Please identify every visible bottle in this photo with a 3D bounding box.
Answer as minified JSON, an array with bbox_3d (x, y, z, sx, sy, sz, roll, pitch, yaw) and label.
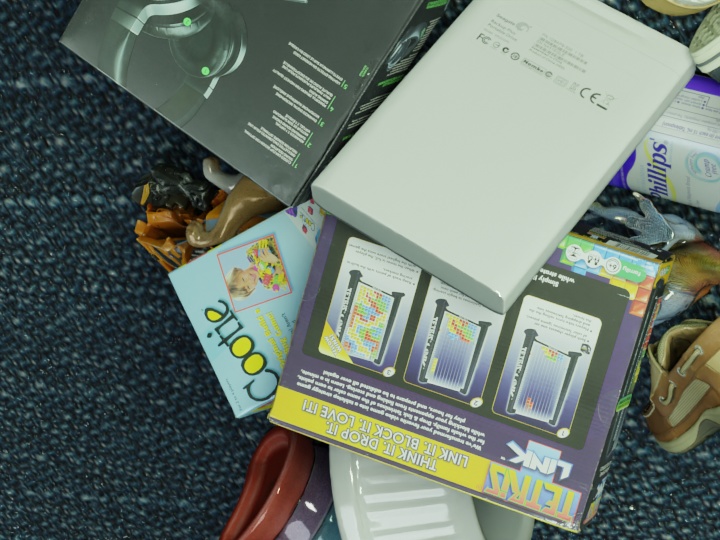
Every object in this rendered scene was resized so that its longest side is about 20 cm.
[{"bbox_3d":[0.170,-0.086,1.298,0.199,0.065,0.084,16,151,19],"label":"bottle"}]

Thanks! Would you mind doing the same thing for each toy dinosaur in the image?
[{"bbox_3d":[0.191,0.016,1.346,0.199,0.105,0.181,12,178,27],"label":"toy dinosaur"}]

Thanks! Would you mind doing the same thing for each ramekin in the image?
[{"bbox_3d":[0.058,0.137,1.527,0.094,0.203,0.203,-5,131,22],"label":"ramekin"}]

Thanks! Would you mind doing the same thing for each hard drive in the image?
[{"bbox_3d":[0.084,-0.081,1.234,0.132,0.200,0.027,31,154,20],"label":"hard drive"}]

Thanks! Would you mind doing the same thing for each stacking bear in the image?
[{"bbox_3d":[0.005,0.215,1.723,0.200,0.122,0.114,29,151,-13],"label":"stacking bear"}]

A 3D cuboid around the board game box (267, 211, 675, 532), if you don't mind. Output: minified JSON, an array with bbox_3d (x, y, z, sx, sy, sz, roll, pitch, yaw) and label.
[{"bbox_3d":[0.064,0.040,1.261,0.199,0.057,0.166,19,102,14],"label":"board game box"}]

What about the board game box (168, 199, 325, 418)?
[{"bbox_3d":[0.000,0.000,1.361,0.200,0.103,0.105,-27,85,16],"label":"board game box"}]

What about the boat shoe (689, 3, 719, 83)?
[{"bbox_3d":[0.258,-0.147,1.170,0.062,0.075,0.200,38,148,-12],"label":"boat shoe"}]

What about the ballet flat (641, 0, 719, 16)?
[{"bbox_3d":[0.197,-0.189,1.168,0.069,0.063,0.200,35,143,-4],"label":"ballet flat"}]

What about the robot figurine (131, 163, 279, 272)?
[{"bbox_3d":[-0.075,-0.019,1.527,0.199,0.058,0.145,3,148,39],"label":"robot figurine"}]

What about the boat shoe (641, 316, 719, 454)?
[{"bbox_3d":[0.226,0.065,1.408,0.074,0.076,0.200,50,163,3],"label":"boat shoe"}]

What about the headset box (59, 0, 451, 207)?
[{"bbox_3d":[-0.051,-0.158,1.252,0.174,0.093,0.200,35,108,8],"label":"headset box"}]

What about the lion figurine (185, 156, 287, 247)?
[{"bbox_3d":[-0.066,-0.100,1.408,0.122,0.072,0.201,-5,113,27],"label":"lion figurine"}]
